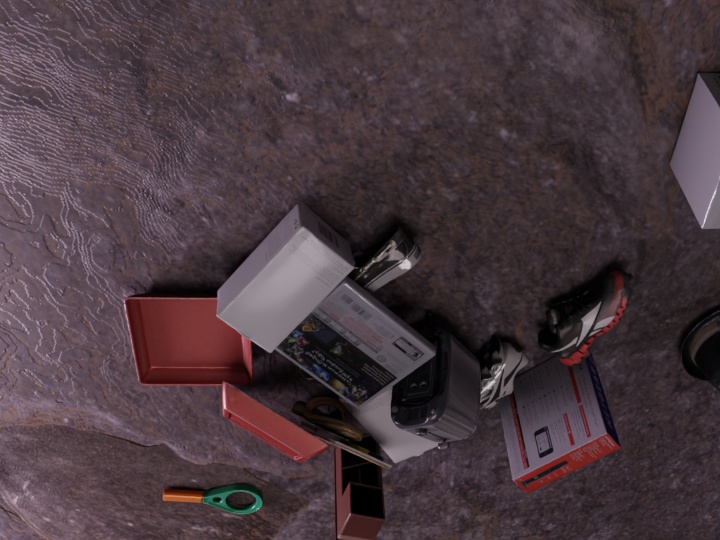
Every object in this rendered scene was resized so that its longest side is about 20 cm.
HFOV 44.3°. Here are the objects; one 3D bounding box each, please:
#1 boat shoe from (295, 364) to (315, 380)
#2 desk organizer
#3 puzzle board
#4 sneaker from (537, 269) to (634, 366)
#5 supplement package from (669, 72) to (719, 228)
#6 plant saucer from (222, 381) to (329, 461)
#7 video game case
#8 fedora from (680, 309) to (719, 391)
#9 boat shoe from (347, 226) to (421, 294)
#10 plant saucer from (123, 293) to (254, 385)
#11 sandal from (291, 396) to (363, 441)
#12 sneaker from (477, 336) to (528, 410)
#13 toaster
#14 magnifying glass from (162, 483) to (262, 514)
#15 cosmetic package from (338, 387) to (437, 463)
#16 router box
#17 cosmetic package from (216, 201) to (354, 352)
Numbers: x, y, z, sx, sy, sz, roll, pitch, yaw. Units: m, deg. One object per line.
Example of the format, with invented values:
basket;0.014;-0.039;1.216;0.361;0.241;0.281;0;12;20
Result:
boat shoe;-0.025;0.141;1.469;0.197;0.073;0.072;-25;127;18
desk organizer;-0.003;0.385;1.592;0.070;0.202;0.078;14;127;-13
puzzle board;-0.056;0.288;1.532;0.198;0.018;0.150;12;163;47
sneaker;0.356;0.071;1.423;0.096;0.072;0.202;18;129;-19
supplement package;0.549;-0.160;1.183;0.196;0.152;0.154;1;131;-3
plant saucer;-0.153;0.262;1.474;0.198;0.037;0.200;31;163;-1
video game case;-0.012;0.118;1.385;0.199;0.024;0.181;38;121;-23
fedora;0.645;0.145;1.480;0.196;0.092;0.203;-1;131;-1
boat shoe;0.000;0.000;1.359;0.199;0.071;0.064;-34;113;23
plant saucer;-0.276;0.109;1.458;0.196;0.037;0.202;0;130;-3
sandal;-0.058;0.242;1.511;0.080;0.199;0.055;28;82;-25
sneaker;0.219;0.209;1.532;0.087;0.075;0.201;21;123;-23
toaster;0.127;0.186;1.453;0.112;0.203;0.129;-16;144;34
magnifying glass;-0.292;0.452;1.756;0.196;0.023;0.081;6;130;-6
cosmetic package;0.054;0.236;1.544;0.106;0.086;0.201;-24;127;18
router box;0.326;0.246;1.484;0.178;0.202;0.049;-33;124;24
cosmetic package;-0.115;0.013;1.329;0.200;0.082;0.112;-42;117;18
